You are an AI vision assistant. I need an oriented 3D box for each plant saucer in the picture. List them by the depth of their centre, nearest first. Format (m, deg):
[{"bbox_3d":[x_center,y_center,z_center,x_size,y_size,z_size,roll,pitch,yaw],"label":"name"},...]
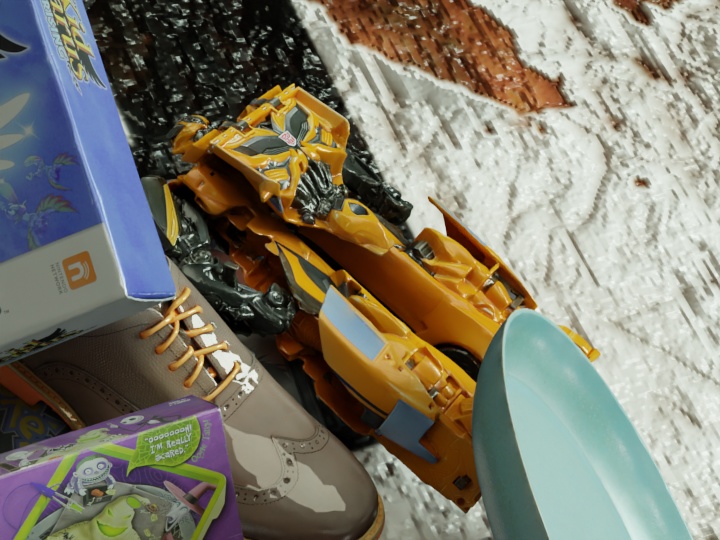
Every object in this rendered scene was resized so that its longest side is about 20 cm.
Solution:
[{"bbox_3d":[0.091,0.109,0.750,0.027,0.200,0.201,-26,56,17],"label":"plant saucer"}]

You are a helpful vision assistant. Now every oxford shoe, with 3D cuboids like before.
[{"bbox_3d":[-0.074,0.042,0.783,0.200,0.073,0.071,32,52,7],"label":"oxford shoe"}]

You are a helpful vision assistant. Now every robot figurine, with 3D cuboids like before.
[{"bbox_3d":[0.000,0.000,0.854,0.200,0.058,0.145,43,37,3],"label":"robot figurine"}]

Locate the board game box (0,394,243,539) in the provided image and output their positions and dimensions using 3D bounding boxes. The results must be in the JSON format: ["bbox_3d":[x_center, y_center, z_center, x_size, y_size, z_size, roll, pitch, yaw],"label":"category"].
[{"bbox_3d":[-0.132,0.129,0.719,0.199,0.120,0.032,-16,19,-26],"label":"board game box"}]

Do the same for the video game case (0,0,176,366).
[{"bbox_3d":[-0.183,-0.053,0.764,0.181,0.045,0.201,-21,83,17],"label":"video game case"}]

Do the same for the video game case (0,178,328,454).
[{"bbox_3d":[-0.109,0.053,0.828,0.180,0.026,0.200,-8,57,-21],"label":"video game case"}]
